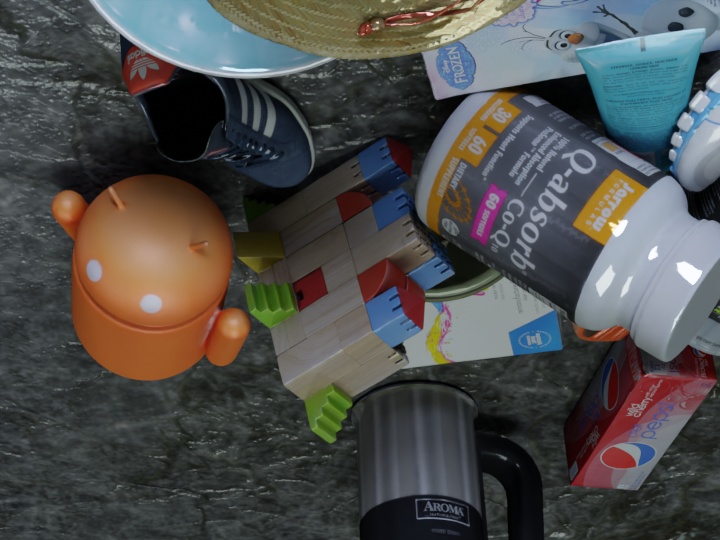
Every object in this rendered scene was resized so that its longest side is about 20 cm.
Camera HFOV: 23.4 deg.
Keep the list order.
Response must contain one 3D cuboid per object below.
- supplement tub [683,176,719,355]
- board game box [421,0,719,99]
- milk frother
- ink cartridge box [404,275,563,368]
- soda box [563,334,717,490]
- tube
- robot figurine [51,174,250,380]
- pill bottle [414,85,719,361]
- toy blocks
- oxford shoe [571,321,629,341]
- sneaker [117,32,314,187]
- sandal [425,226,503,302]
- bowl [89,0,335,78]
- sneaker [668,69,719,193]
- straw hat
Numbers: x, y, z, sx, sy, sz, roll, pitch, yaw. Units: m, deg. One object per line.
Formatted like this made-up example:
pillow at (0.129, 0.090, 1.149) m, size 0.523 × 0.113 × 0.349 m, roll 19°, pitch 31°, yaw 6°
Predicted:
supplement tub at (0.289, -0.037, 1.228) m, size 0.121 × 0.123 × 0.200 m, roll 9°, pitch 144°, yaw -16°
board game box at (0.122, -0.196, 1.056) m, size 0.197 × 0.044 × 0.200 m, roll -9°, pitch 145°, yaw 9°
milk frother at (0.050, 0.236, 1.552) m, size 0.180 × 0.189 × 0.200 m, roll 23°, pitch 139°, yaw -31°
ink cartridge box at (0.051, 0.018, 1.341) m, size 0.198 × 0.068 × 0.116 m, roll -8°, pitch 145°, yaw 9°
soda box at (0.239, 0.116, 1.501) m, size 0.069 × 0.064 × 0.201 m, roll 5°, pitch 145°, yaw -10°
tube at (0.182, -0.111, 1.119) m, size 0.077 × 0.051 × 0.200 m, roll -13°, pitch 165°, yaw 7°
robot figurine at (-0.153, 0.005, 1.255) m, size 0.116 × 0.145 × 0.200 m, roll -12°, pitch 157°, yaw -16°
pill bottle at (0.144, -0.032, 1.150) m, size 0.199 × 0.116 × 0.117 m, roll 33°, pitch 152°, yaw 20°
toy blocks at (0.000, 0.000, 1.219) m, size 0.136 × 0.201 × 0.100 m, roll -31°, pitch 138°, yaw 18°
oxford shoe at (0.229, 0.011, 1.352) m, size 0.199 × 0.073 × 0.071 m, roll 6°, pitch 144°, yaw -47°
sneaker at (-0.096, -0.094, 1.153) m, size 0.075 × 0.085 × 0.200 m, roll -20°, pitch 142°, yaw 24°
sandal at (0.106, -0.044, 1.251) m, size 0.200 × 0.080 × 0.057 m, roll -24°, pitch 146°, yaw 14°
bowl at (-0.060, -0.217, 0.938) m, size 0.199 × 0.105 × 0.202 m, roll -2°, pitch 131°, yaw -2°
sneaker at (0.274, -0.113, 1.098) m, size 0.075 × 0.087 × 0.200 m, roll -21°, pitch 152°, yaw -52°
straw hat at (0.005, -0.194, 0.838) m, size 0.199 × 0.086 × 0.202 m, roll -9°, pitch 150°, yaw -5°
